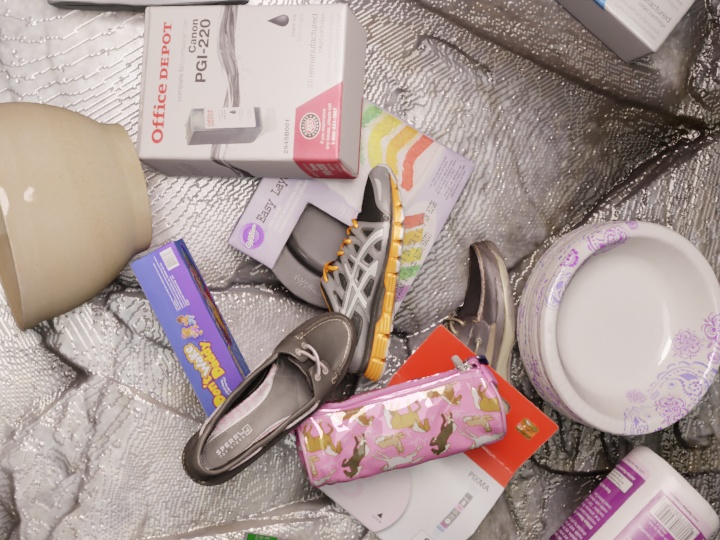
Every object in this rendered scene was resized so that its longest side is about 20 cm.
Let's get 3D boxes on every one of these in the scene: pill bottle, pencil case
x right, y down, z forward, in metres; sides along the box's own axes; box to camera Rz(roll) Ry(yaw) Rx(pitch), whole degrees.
[{"bbox_3d":[0.252,0.283,1.083,0.112,0.112,0.200,44,89,-6],"label":"pill bottle"},{"bbox_3d":[0.033,0.139,0.999,0.197,0.083,0.088,-16,86,1],"label":"pencil case"}]

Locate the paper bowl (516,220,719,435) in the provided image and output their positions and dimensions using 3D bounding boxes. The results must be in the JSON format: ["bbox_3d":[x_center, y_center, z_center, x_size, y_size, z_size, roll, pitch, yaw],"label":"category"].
[{"bbox_3d":[0.247,0.053,1.065,0.197,0.104,0.205,-1,93,-16],"label":"paper bowl"}]

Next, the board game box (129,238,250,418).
[{"bbox_3d":[-0.145,0.071,1.021,0.044,0.134,0.202,-27,95,-4],"label":"board game box"}]

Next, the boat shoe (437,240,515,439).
[{"bbox_3d":[0.112,0.072,1.078,0.072,0.074,0.204,-1,92,-6],"label":"boat shoe"}]

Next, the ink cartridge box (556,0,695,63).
[{"bbox_3d":[0.285,-0.333,1.069,0.144,0.084,0.201,38,89,-6],"label":"ink cartridge box"}]

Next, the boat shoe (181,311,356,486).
[{"bbox_3d":[-0.071,0.110,0.937,0.200,0.057,0.067,-43,92,-18],"label":"boat shoe"}]

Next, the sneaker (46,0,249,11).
[{"bbox_3d":[-0.202,-0.283,1.023,0.196,0.073,0.072,3,96,1],"label":"sneaker"}]

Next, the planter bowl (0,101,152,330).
[{"bbox_3d":[-0.268,-0.061,0.984,0.133,0.200,0.204,-15,94,-22],"label":"planter bowl"}]

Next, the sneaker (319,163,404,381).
[{"bbox_3d":[0.000,0.000,1.015,0.076,0.078,0.204,8,91,3],"label":"sneaker"}]

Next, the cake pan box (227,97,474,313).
[{"bbox_3d":[-0.012,-0.063,1.071,0.182,0.052,0.202,31,90,-4],"label":"cake pan box"}]

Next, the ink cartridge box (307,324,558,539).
[{"bbox_3d":[0.069,0.179,1.059,0.162,0.057,0.200,40,115,-5],"label":"ink cartridge box"}]

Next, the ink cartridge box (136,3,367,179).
[{"bbox_3d":[-0.101,-0.165,1.006,0.196,0.085,0.149,2,85,14],"label":"ink cartridge box"}]

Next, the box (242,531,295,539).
[{"bbox_3d":[-0.049,0.379,1.065,0.173,0.097,0.204,10,92,-1],"label":"box"}]
